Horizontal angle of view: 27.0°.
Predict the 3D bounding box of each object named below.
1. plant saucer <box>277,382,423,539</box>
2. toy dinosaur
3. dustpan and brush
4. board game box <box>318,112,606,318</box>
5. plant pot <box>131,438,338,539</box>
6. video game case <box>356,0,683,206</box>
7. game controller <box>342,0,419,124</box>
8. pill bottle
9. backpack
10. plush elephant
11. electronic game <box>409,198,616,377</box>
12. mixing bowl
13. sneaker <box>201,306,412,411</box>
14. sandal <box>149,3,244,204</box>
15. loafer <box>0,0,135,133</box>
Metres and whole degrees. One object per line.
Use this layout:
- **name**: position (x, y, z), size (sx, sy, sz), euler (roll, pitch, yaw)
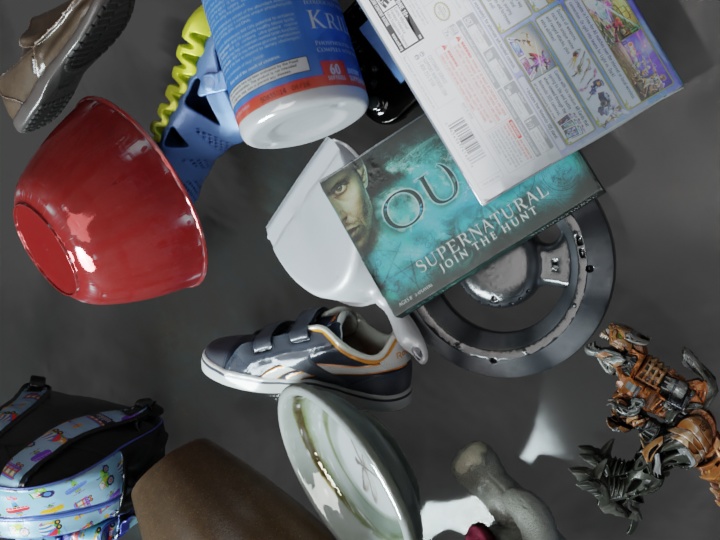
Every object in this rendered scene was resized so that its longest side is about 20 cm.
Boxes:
- **plant saucer**: position (0.002, 0.179, 1.314), size (0.200, 0.050, 0.200), euler (46, 153, 31)
- **toy dinosaur**: position (0.248, 0.142, 1.234), size (0.136, 0.102, 0.200), euler (-40, 64, 14)
- **dustpan and brush**: position (0.000, 0.000, 1.311), size (0.140, 0.057, 0.200), euler (-53, 50, 39)
- **board game box**: position (0.081, -0.069, 1.235), size (0.200, 0.028, 0.135), euler (-32, 79, 12)
- **plant pot**: position (-0.123, 0.264, 1.419), size (0.200, 0.187, 0.187), euler (50, 121, 19)
- **video game case**: position (0.122, -0.182, 1.168), size (0.181, 0.045, 0.200), euler (-30, 96, 13)
- **game controller**: position (0.055, -0.214, 1.244), size (0.200, 0.042, 0.104), euler (-43, 85, 29)
- **pill bottle**: position (-0.072, -0.212, 1.252), size (0.112, 0.112, 0.200), euler (-23, 78, 30)
- **backpack**: position (-0.306, 0.202, 1.463), size (0.182, 0.200, 0.135), euler (9, 109, 23)
- **plush elephant**: position (0.116, 0.282, 1.301), size (0.200, 0.155, 0.165), euler (35, 118, 14)
- **electronic game**: position (0.119, -0.008, 1.275), size (0.200, 0.042, 0.200), euler (4, 100, 24)
- **mixing bowl**: position (-0.242, -0.044, 1.357), size (0.200, 0.108, 0.200), euler (40, 150, 29)
- **sneaker**: position (-0.048, 0.069, 1.365), size (0.200, 0.078, 0.080), euler (7, 114, 13)
- **sandal**: position (-0.133, -0.137, 1.345), size (0.087, 0.079, 0.200), euler (28, 118, 13)
- **loafer**: position (-0.284, -0.213, 1.395), size (0.071, 0.073, 0.200), euler (47, 120, 5)
